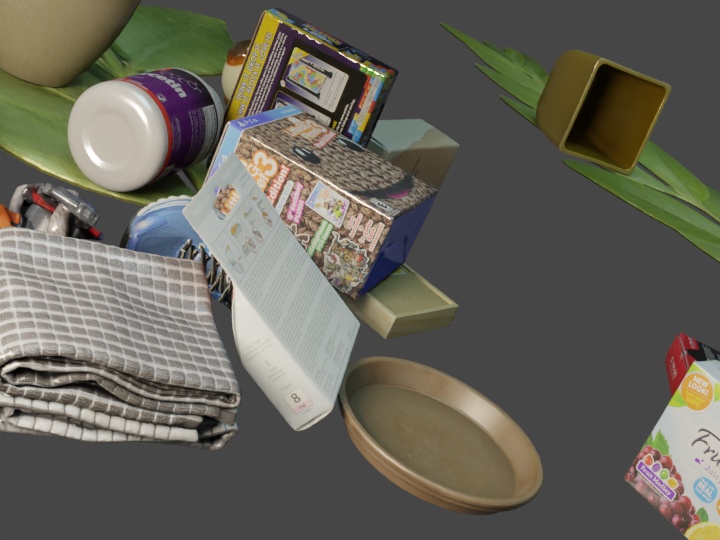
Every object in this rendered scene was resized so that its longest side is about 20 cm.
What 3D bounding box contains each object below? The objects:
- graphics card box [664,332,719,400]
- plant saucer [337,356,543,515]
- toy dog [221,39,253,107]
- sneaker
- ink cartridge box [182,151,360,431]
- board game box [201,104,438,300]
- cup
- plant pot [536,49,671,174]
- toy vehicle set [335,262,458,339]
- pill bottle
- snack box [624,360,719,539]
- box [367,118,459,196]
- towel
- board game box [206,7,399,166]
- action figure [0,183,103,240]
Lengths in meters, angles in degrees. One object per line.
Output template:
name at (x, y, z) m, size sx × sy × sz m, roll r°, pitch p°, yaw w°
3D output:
graphics card box at (0.467, 0.159, 1.383) m, size 0.198 × 0.051 × 0.126 m, roll 25°, pitch 21°, yaw 1°
plant saucer at (0.066, 0.144, 0.998) m, size 0.198 × 0.030 × 0.201 m, roll 23°, pitch 22°, yaw -10°
toy dog at (-0.099, -0.225, 1.541) m, size 0.199 × 0.140 × 0.194 m, roll 37°, pitch 61°, yaw 23°
sneaker at (-0.126, -0.010, 1.064) m, size 0.198 × 0.079 × 0.089 m, roll 12°, pitch 23°, yaw -33°
ink cartridge box at (-0.082, 0.015, 0.975) m, size 0.200 × 0.057 × 0.163 m, roll 50°, pitch 21°, yaw -12°
board game box at (-0.042, -0.077, 1.209) m, size 0.198 × 0.098 × 0.159 m, roll 30°, pitch 23°, yaw 11°
cup at (-0.373, -0.306, 1.365) m, size 0.198 × 0.145 × 0.201 m, roll 22°, pitch 23°, yaw -10°
plant pot at (0.470, -0.340, 2.333) m, size 0.193 × 0.196 × 0.200 m, roll 14°, pitch 19°, yaw -27°
toy vehicle set at (0.000, 0.000, 1.250) m, size 0.199 × 0.027 × 0.123 m, roll 39°, pitch 25°, yaw 29°
pill bottle at (-0.222, -0.158, 1.241) m, size 0.111 × 0.113 × 0.200 m, roll 29°, pitch 22°, yaw 8°
snack box at (0.354, 0.198, 1.044) m, size 0.053 × 0.144 × 0.200 m, roll 2°, pitch 31°, yaw -45°
box at (0.043, -0.145, 1.536) m, size 0.077 × 0.096 × 0.199 m, roll 35°, pitch 25°, yaw 22°
towel at (-0.189, 0.050, 0.850) m, size 0.198 × 0.086 × 0.166 m, roll 12°, pitch 26°, yaw -31°
board game box at (-0.070, -0.176, 1.334) m, size 0.164 × 0.202 × 0.057 m, roll 30°, pitch 24°, yaw 9°
action figure at (-0.296, -0.029, 0.947) m, size 0.192 × 0.106 × 0.200 m, roll 24°, pitch -9°, yaw -20°
